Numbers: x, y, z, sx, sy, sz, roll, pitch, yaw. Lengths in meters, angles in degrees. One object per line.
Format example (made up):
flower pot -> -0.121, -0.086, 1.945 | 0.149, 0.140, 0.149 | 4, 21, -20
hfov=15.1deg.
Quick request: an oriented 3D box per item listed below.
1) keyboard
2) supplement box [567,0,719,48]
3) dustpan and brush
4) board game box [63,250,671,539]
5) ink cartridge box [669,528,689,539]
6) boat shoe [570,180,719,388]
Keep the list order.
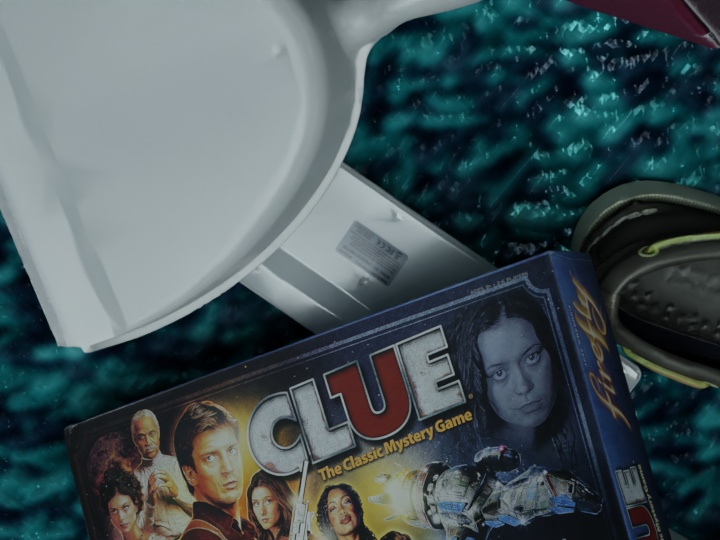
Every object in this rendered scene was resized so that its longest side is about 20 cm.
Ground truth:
keyboard -> 0.000, 0.000, 0.934 | 0.200, 0.011, 0.056 | 34, 102, -2
supplement box -> 0.086, -0.178, 0.737 | 0.085, 0.110, 0.201 | 21, 85, 26
dustpan and brush -> -0.028, -0.072, 0.901 | 0.199, 0.057, 0.140 | -21, 95, 9
board game box -> 0.002, 0.088, 0.908 | 0.200, 0.035, 0.136 | -21, 79, 27
ink cartridge box -> 0.043, 0.126, 0.974 | 0.200, 0.068, 0.115 | 30, 107, -13
boat shoe -> 0.172, 0.020, 0.939 | 0.200, 0.061, 0.072 | 10, 113, -5
